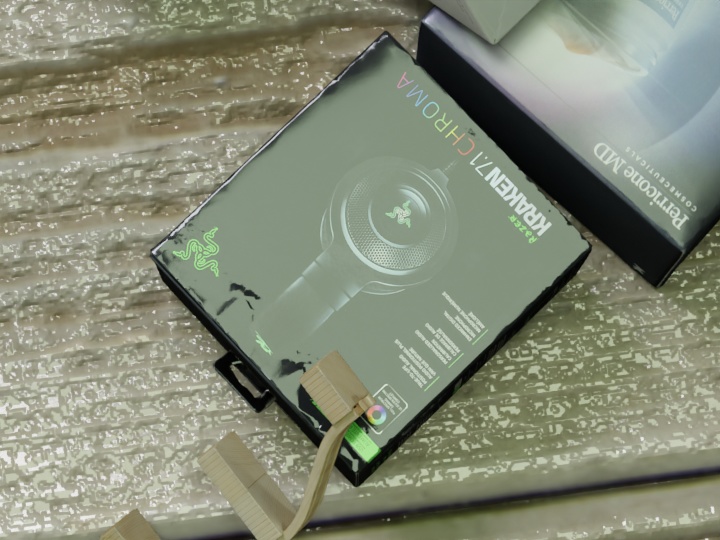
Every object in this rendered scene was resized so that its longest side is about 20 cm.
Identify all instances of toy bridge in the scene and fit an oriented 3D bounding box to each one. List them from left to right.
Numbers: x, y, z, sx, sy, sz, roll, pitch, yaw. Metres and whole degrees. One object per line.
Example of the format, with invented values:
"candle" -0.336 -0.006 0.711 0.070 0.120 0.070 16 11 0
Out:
"toy bridge" -0.059 0.121 1.297 0.200 0.027 0.067 -39 89 32

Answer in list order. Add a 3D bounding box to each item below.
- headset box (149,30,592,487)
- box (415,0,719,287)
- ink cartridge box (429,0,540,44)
"headset box" 0.000 0.000 1.344 0.200 0.093 0.174 -42 83 -7
"box" 0.168 -0.134 1.356 0.200 0.123 0.199 41 83 6
"ink cartridge box" 0.046 -0.221 1.307 0.115 0.068 0.200 -43 43 -5
